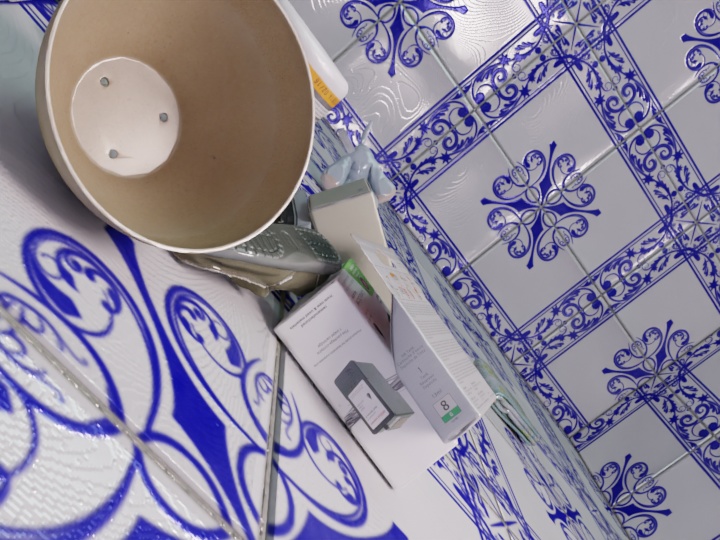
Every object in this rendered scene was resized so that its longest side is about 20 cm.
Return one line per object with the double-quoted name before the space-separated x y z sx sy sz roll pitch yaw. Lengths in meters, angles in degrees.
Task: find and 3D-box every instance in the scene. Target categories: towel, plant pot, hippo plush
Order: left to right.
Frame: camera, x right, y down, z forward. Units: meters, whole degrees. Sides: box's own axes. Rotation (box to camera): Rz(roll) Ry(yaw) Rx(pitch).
"plant pot" -0.150 -0.119 0.532 0.133 0.203 0.201 6 -33 49
"hippo plush" -0.026 -0.195 1.622 0.161 0.156 0.204 133 -62 -69
"towel" 0.361 0.332 1.802 0.201 0.048 0.172 50 7 -21

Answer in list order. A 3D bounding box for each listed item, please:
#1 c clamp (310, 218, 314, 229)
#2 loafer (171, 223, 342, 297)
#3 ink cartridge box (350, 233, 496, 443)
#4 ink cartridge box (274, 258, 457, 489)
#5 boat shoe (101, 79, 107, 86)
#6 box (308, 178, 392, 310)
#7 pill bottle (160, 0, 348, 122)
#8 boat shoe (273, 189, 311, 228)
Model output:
"c clamp" -0.071 -0.053 1.049 0.202 0.027 0.172 61 -3 33
"loafer" -0.097 -0.006 0.662 0.198 0.070 0.076 14 32 -49
"ink cartridge box" 0.054 0.064 0.711 0.201 0.050 0.161 53 10 13
"ink cartridge box" 0.012 0.101 0.754 0.202 0.083 0.146 53 10 -4
"boat shoe" -0.213 -0.200 0.728 0.200 0.071 0.064 -22 106 -76
"box" 0.000 0.000 0.875 0.069 0.080 0.204 -106 -179 -69
"pill bottle" -0.117 -0.155 0.689 0.117 0.199 0.117 49 9 -11
"boat shoe" -0.090 -0.040 0.841 0.202 0.064 0.071 -102 -172 -57
